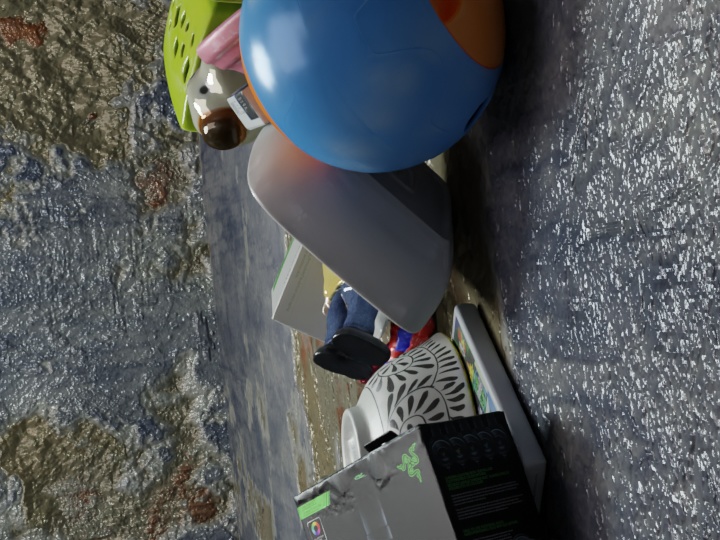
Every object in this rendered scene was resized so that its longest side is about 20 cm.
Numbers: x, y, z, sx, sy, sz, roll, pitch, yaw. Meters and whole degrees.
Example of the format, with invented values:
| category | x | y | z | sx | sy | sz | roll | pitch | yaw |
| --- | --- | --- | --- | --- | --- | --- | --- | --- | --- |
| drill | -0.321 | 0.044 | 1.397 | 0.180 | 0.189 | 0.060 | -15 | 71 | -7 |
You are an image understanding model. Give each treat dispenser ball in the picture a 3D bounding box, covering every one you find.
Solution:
| category | x | y | z | sx | sy | sz | roll | pitch | yaw |
| --- | --- | --- | --- | --- | --- | --- | --- | --- | --- |
| treat dispenser ball | 0.009 | -0.175 | 1.121 | 0.201 | 0.199 | 0.203 | 174 | 90 | -78 |

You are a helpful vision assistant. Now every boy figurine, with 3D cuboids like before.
| category | x | y | z | sx | sy | sz | roll | pitch | yaw |
| --- | --- | --- | --- | --- | --- | --- | --- | --- | --- |
| boy figurine | 0.000 | 0.000 | 1.399 | 0.124 | 0.064 | 0.201 | -46 | 27 | 48 |

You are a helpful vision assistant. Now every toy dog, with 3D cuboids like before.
| category | x | y | z | sx | sy | sz | roll | pitch | yaw |
| --- | --- | --- | --- | --- | --- | --- | --- | --- | --- |
| toy dog | -0.078 | -0.186 | 1.533 | 0.195 | 0.198 | 0.140 | 97 | 163 | -46 |

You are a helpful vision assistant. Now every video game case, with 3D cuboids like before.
| category | x | y | z | sx | sy | sz | roll | pitch | yaw |
| --- | --- | --- | --- | --- | --- | --- | --- | --- | --- |
| video game case | 0.107 | 0.159 | 1.256 | 0.201 | 0.022 | 0.184 | -110 | 18 | -52 |

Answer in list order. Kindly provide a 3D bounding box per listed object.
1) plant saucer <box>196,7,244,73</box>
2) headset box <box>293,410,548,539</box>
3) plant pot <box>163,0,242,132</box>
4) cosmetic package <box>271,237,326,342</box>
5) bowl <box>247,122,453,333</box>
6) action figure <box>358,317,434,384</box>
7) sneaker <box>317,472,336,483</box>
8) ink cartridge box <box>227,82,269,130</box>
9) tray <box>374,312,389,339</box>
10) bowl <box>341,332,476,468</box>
| category | x | y | z | sx | sy | sz | roll | pitch | yaw |
| --- | --- | --- | --- | --- | --- | --- | --- | --- | --- |
| plant saucer | -0.049 | -0.230 | 1.290 | 0.051 | 0.200 | 0.200 | 53 | 171 | -8 |
| headset box | 0.053 | 0.220 | 1.146 | 0.174 | 0.092 | 0.202 | -35 | 68 | 46 |
| plant pot | -0.104 | -0.274 | 1.649 | 0.200 | 0.198 | 0.183 | -110 | 26 | -52 |
| cosmetic package | -0.037 | 0.004 | 1.576 | 0.200 | 0.084 | 0.108 | -119 | 51 | -84 |
| bowl | 0.006 | -0.062 | 1.261 | 0.075 | 0.199 | 0.200 | -44 | 14 | 21 |
| action figure | 0.029 | 0.103 | 1.430 | 0.065 | 0.051 | 0.202 | -177 | 105 | -72 |
| sneaker | 0.014 | 0.243 | 1.547 | 0.200 | 0.074 | 0.085 | 30 | -136 | -71 |
| ink cartridge box | -0.021 | -0.194 | 1.287 | 0.039 | 0.199 | 0.099 | 54 | 171 | -8 |
| tray | 0.016 | 0.035 | 1.501 | 0.200 | 0.022 | 0.108 | 123 | 173 | -72 |
| bowl | 0.037 | 0.159 | 1.315 | 0.201 | 0.093 | 0.203 | 175 | 90 | -79 |
